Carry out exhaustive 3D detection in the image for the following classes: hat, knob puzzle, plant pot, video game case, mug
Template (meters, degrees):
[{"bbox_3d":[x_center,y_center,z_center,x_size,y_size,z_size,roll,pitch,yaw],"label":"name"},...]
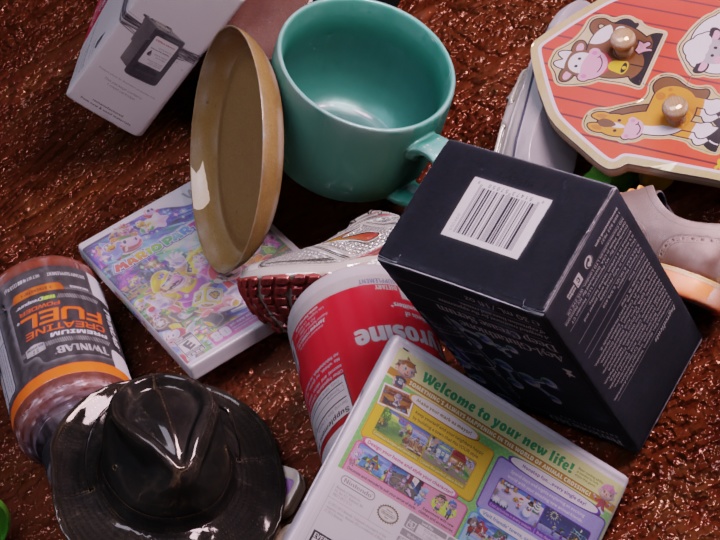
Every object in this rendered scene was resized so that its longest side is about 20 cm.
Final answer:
[{"bbox_3d":[-0.143,0.135,1.468,0.198,0.081,0.202,6,45,-6],"label":"hat"},{"bbox_3d":[0.222,-0.157,1.490,0.217,0.031,0.221,-7,54,10],"label":"knob puzzle"},{"bbox_3d":[-0.100,-0.098,1.591,0.027,0.201,0.201,1,46,-21],"label":"plant pot"},{"bbox_3d":[-0.132,-0.001,1.639,0.143,0.018,0.200,-31,45,-18],"label":"video game case"},{"bbox_3d":[0.065,0.172,1.338,0.183,0.199,0.022,-61,7,-20],"label":"video game case"},{"bbox_3d":[-0.004,-0.119,1.594,0.150,0.115,0.186,2,50,-16],"label":"mug"}]

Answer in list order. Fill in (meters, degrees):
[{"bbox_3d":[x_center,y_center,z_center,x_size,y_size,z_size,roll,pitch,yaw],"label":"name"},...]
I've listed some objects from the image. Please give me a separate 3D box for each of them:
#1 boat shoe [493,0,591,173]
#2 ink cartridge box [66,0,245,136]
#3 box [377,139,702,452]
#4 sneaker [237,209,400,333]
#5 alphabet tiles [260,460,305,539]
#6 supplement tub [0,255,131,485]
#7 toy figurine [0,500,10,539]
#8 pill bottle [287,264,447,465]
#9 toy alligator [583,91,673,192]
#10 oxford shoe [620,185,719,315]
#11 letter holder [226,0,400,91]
[{"bbox_3d":[0.149,-0.133,1.570,0.065,0.072,0.201,-18,45,43],"label":"boat shoe"},{"bbox_3d":[-0.171,-0.243,1.745,0.200,0.083,0.146,-46,23,39],"label":"ink cartridge box"},{"bbox_3d":[0.130,0.019,1.378,0.148,0.200,0.108,19,69,38],"label":"box"},{"bbox_3d":[0.000,0.000,1.553,0.198,0.078,0.083,-8,45,5],"label":"sneaker"},{"bbox_3d":[-0.123,0.232,1.499,0.194,0.015,0.201,13,65,36],"label":"alphabet tiles"},{"bbox_3d":[-0.244,0.089,1.610,0.106,0.107,0.201,-31,48,7],"label":"supplement tub"},{"bbox_3d":[-0.399,0.163,1.648,0.198,0.151,0.185,-11,40,-5],"label":"toy figurine"},{"bbox_3d":[0.017,0.102,1.444,0.112,0.112,0.201,-27,49,11],"label":"pill bottle"},{"bbox_3d":[0.209,-0.091,1.510,0.199,0.054,0.059,-38,47,1],"label":"toy alligator"},{"bbox_3d":[0.194,-0.031,1.458,0.199,0.071,0.073,22,87,29],"label":"oxford shoe"},{"bbox_3d":[-0.058,-0.244,1.746,0.141,0.101,0.201,13,65,38],"label":"letter holder"}]
